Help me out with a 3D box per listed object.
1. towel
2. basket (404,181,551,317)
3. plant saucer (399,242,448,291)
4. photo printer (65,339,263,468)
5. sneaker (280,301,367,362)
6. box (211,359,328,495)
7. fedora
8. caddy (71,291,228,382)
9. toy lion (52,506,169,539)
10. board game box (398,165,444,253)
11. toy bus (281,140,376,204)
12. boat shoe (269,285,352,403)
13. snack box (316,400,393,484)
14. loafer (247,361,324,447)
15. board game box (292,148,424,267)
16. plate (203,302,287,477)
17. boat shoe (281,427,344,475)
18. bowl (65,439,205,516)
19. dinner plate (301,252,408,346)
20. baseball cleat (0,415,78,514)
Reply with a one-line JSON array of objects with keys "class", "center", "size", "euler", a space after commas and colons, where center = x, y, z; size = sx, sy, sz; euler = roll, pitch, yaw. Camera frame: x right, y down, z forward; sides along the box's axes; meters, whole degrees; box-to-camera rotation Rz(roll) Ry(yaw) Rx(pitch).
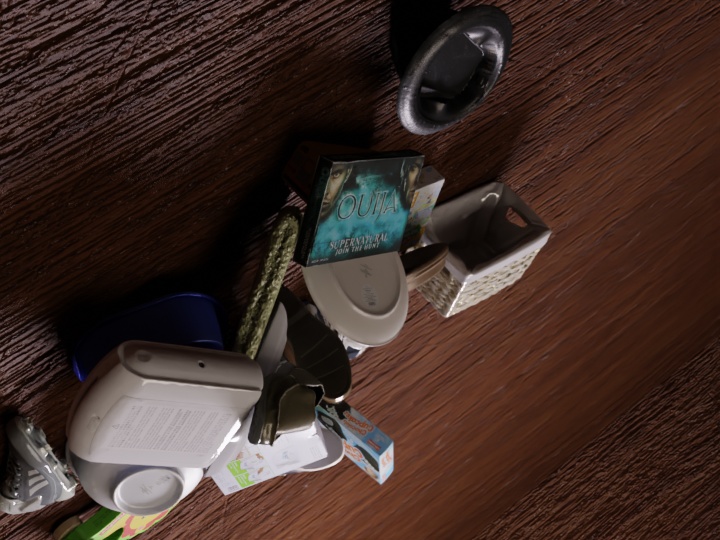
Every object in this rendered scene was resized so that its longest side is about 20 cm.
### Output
[{"class": "towel", "center": [-0.118, 0.018, 1.476], "size": [0.148, 0.036, 0.202], "euler": [-98, -152, -82]}, {"class": "basket", "center": [0.178, -0.032, 1.865], "size": [0.199, 0.136, 0.124], "euler": [-26, 152, -34]}, {"class": "plant saucer", "center": [0.042, 0.015, 1.721], "size": [0.199, 0.030, 0.200], "euler": [-25, -173, 3]}, {"class": "photo printer", "center": [-0.234, 0.158, 1.373], "size": [0.198, 0.070, 0.167], "euler": [10, 130, -36]}, {"class": "sneaker", "center": [-0.043, 0.084, 1.769], "size": [0.198, 0.080, 0.130], "euler": [-24, 158, -17]}, {"class": "box", "center": [-0.153, 0.237, 1.755], "size": [0.175, 0.097, 0.200], "euler": [-21, 152, -3]}, {"class": "fedora", "center": [0.093, -0.261, 1.433], "size": [0.200, 0.092, 0.201], "euler": [-35, 153, -20]}, {"class": "caddy", "center": [-0.251, 0.102, 1.448], "size": [0.198, 0.105, 0.142], "euler": [-20, 142, -11]}, {"class": "toy lion", "center": [-0.343, 0.362, 1.776], "size": [0.200, 0.069, 0.192], "euler": [-42, 163, -6]}, {"class": "board game box", "center": [0.023, -0.065, 1.697], "size": [0.199, 0.034, 0.135], "euler": [-24, 148, -37]}, {"class": "toy bus", "center": [-0.016, -0.115, 1.524], "size": [0.199, 0.065, 0.079], "euler": [-1, 129, -56]}, {"class": "boat shoe", "center": [-0.069, 0.107, 1.620], "size": [0.071, 0.201, 0.068], "euler": [-26, 148, -14]}, {"class": "snack box", "center": [-0.031, 0.248, 1.895], "size": [0.037, 0.199, 0.117], "euler": [-44, 156, -22]}, {"class": "loafer", "center": [-0.087, 0.164, 1.463], "size": [0.200, 0.069, 0.076], "euler": [-54, 159, -72]}, {"class": "board game box", "center": [0.001, -0.081, 1.472], "size": [0.199, 0.028, 0.137], "euler": [-12, 123, -53]}, {"class": "plate", "center": [-0.145, 0.165, 1.562], "size": [0.200, 0.032, 0.201], "euler": [122, -11, -62]}, {"class": "boat shoe", "center": [-0.117, 0.295, 1.911], "size": [0.198, 0.076, 0.093], "euler": [-2, 162, 10]}, {"class": "bowl", "center": [-0.286, 0.260, 1.566], "size": [0.199, 0.091, 0.202], "euler": [-10, 134, -11]}, {"class": "dinner plate", "center": [0.000, 0.000, 1.544], "size": [0.024, 0.202, 0.199], "euler": [-24, 172, 40]}, {"class": "baseball cleat", "center": [-0.420, 0.254, 1.474], "size": [0.106, 0.070, 0.201], "euler": [-28, 146, -10]}]
